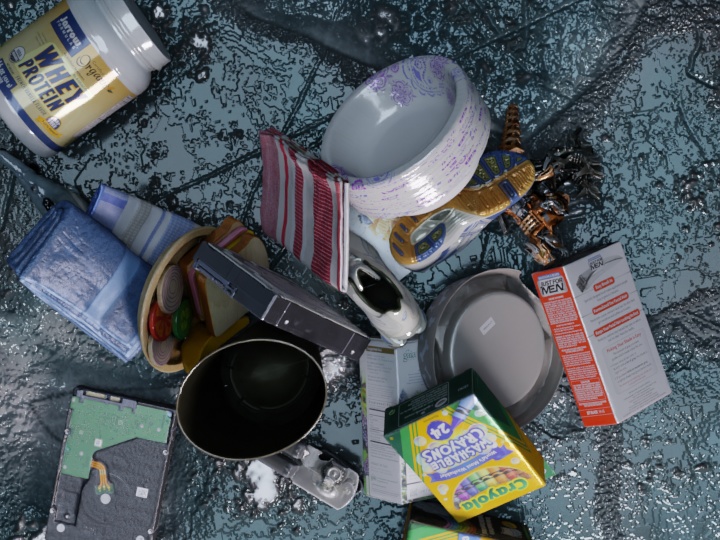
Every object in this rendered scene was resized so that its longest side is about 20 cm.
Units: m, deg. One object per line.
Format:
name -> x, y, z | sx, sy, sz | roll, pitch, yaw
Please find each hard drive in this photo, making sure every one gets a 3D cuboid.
hard drive -> -0.316, 0.258, 1.735 | 0.139, 0.038, 0.202 | 11, 95, 1
hard drive -> -0.091, 0.036, 1.588 | 0.139, 0.200, 0.038 | 34, 94, 38

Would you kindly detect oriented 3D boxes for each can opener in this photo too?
can opener -> -0.087, 0.234, 1.725 | 0.199, 0.067, 0.054 | 30, 95, 13

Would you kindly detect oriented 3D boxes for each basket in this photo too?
basket -> -0.116, 0.131, 1.634 | 0.179, 0.200, 0.137 | -20, 97, 8

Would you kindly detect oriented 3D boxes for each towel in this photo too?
towel -> -0.310, 0.013, 1.601 | 0.112, 0.048, 0.200 | -52, 127, -8
towel -> -0.268, -0.007, 1.666 | 0.199, 0.024, 0.148 | 25, 94, -39
towel -> -0.070, -0.074, 1.618 | 0.023, 0.200, 0.145 | -13, 119, -27

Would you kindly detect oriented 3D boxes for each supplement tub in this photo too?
supplement tub -> -0.345, -0.248, 1.650 | 0.199, 0.144, 0.145 | -35, 92, 4

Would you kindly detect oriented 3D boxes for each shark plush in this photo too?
shark plush -> -0.369, -0.083, 1.691 | 0.091, 0.083, 0.201 | -33, 92, 4

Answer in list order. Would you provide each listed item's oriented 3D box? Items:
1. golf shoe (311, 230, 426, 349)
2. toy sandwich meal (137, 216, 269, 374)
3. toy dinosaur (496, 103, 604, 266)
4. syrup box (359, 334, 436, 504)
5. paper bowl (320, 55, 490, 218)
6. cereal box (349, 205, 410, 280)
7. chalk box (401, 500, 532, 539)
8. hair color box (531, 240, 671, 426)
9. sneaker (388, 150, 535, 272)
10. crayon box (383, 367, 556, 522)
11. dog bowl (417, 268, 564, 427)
golf shoe -> 0.000, 0.000, 1.619 | 0.078, 0.097, 0.200 | -44, 66, -8
toy sandwich meal -> -0.188, 0.037, 1.648 | 0.070, 0.205, 0.207 | 19, 95, 26
toy dinosaur -> 0.221, -0.111, 1.660 | 0.135, 0.102, 0.201 | -18, 93, 2
syrup box -> 0.054, 0.180, 1.684 | 0.078, 0.081, 0.202 | -5, 94, -36
paper bowl -> 0.061, -0.146, 1.594 | 0.200, 0.201, 0.104 | -37, 128, 4
cereal box -> 0.054, -0.081, 1.699 | 0.200, 0.040, 0.144 | -39, 91, 4
chalk box -> 0.145, 0.374, 1.685 | 0.199, 0.125, 0.125 | 13, 94, 2
hair color box -> 0.296, 0.077, 1.666 | 0.110, 0.064, 0.201 | -21, 94, -37
sneaker -> 0.123, -0.071, 1.640 | 0.199, 0.088, 0.076 | -33, 70, 3
crayon box -> 0.133, 0.220, 1.616 | 0.125, 0.052, 0.200 | -28, 120, 21
dog bowl -> 0.156, 0.095, 1.659 | 0.199, 0.059, 0.202 | -2, 93, -30
